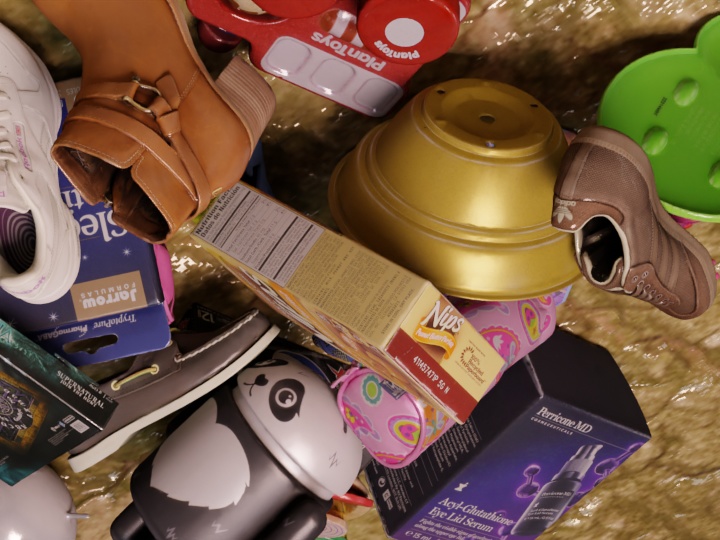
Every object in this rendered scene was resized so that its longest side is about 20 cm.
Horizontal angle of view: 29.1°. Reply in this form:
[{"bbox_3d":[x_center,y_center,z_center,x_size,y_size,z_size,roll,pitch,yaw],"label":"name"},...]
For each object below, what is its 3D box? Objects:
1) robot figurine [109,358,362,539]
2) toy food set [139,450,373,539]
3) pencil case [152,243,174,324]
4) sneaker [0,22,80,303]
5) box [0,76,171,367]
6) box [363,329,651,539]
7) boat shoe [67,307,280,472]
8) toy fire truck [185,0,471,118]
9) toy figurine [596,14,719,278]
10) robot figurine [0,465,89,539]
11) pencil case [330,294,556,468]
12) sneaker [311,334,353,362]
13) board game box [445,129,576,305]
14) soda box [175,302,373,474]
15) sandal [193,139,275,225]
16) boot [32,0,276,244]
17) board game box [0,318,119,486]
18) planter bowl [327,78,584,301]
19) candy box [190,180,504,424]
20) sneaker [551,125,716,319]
[{"bbox_3d":[-0.092,0.157,1.034,0.200,0.125,0.150,-42,81,3],"label":"robot figurine"},{"bbox_3d":[-0.084,0.189,1.189,0.196,0.049,0.200,7,153,7],"label":"toy food set"},{"bbox_3d":[-0.241,0.006,1.042,0.198,0.092,0.094,-9,160,-4],"label":"pencil case"},{"bbox_3d":[-0.233,-0.077,0.913,0.074,0.100,0.202,-17,90,1],"label":"sneaker"},{"bbox_3d":[-0.211,-0.030,0.983,0.120,0.032,0.202,-12,96,-1],"label":"box"},{"bbox_3d":[0.121,0.146,1.194,0.147,0.105,0.200,21,124,-36],"label":"box"},{"bbox_3d":[-0.154,0.080,1.054,0.200,0.072,0.061,-33,93,13],"label":"boat shoe"},{"bbox_3d":[-0.030,-0.183,0.922,0.199,0.113,0.168,19,142,-22],"label":"toy fire truck"},{"bbox_3d":[0.248,-0.068,1.054,0.149,0.201,0.185,28,151,14],"label":"toy figurine"},{"bbox_3d":[-0.324,0.232,1.189,0.199,0.113,0.170,-35,108,18],"label":"robot figurine"},{"bbox_3d":[0.065,0.062,1.033,0.200,0.087,0.088,-35,146,-42],"label":"pencil case"},{"bbox_3d":[0.000,0.000,1.089,0.078,0.076,0.201,9,124,3],"label":"sneaker"},{"bbox_3d":[0.118,-0.022,1.110,0.157,0.039,0.201,7,127,-15],"label":"board game box"},{"bbox_3d":[-0.070,0.102,1.164,0.199,0.064,0.071,24,121,-27],"label":"soda box"},{"bbox_3d":[-0.090,-0.064,1.019,0.079,0.088,0.200,7,155,26],"label":"sandal"},{"bbox_3d":[-0.162,-0.113,0.887,0.200,0.156,0.077,40,135,-8],"label":"boot"},{"bbox_3d":[-0.271,0.091,1.012,0.135,0.028,0.200,39,145,-15],"label":"board game box"},{"bbox_3d":[0.081,-0.074,0.957,0.199,0.201,0.084,2,129,-12],"label":"planter bowl"},{"bbox_3d":[-0.011,0.017,0.921,0.055,0.199,0.115,-54,138,-9],"label":"candy box"},{"bbox_3d":[0.176,-0.011,0.930,0.076,0.070,0.200,-58,134,-17],"label":"sneaker"}]
